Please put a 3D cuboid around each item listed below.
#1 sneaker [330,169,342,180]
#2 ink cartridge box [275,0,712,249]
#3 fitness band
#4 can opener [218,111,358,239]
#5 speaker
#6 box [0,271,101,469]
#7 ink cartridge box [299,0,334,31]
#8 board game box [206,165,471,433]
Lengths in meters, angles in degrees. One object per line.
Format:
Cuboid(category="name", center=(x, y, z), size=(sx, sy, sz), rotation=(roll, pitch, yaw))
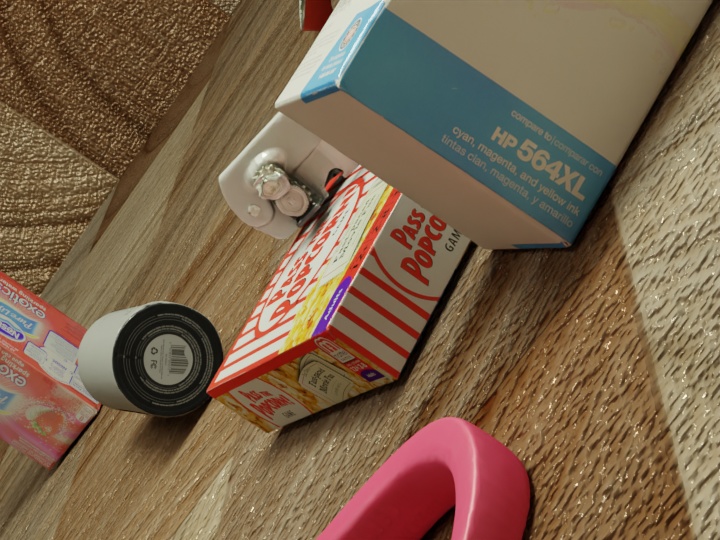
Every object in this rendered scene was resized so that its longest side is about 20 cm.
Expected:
Cuboid(category="sneaker", center=(0.000, -0.082, 1.254), size=(0.095, 0.079, 0.200), rotation=(-47, 10, -13))
Cuboid(category="ink cartridge box", center=(0.075, -0.126, 0.889), size=(0.201, 0.125, 0.128), rotation=(-58, 12, -7))
Cuboid(category="fitness band", center=(-0.007, 0.141, 0.744), size=(0.200, 0.037, 0.144), rotation=(-50, 11, 28))
Cuboid(category="can opener", center=(-0.003, -0.095, 1.093), size=(0.200, 0.053, 0.067), rotation=(-45, 10, 28))
Cuboid(category="speaker", center=(-0.157, 0.065, 1.467), size=(0.082, 0.081, 0.200), rotation=(-59, 12, -11))
Cuboid(category="box", center=(-0.339, 0.080, 1.887), size=(0.095, 0.199, 0.103), rotation=(-48, 15, 28))
Cuboid(category="ink cartridge box", center=(0.016, -0.230, 1.087), size=(0.109, 0.050, 0.202), rotation=(-11, -75, -60))
Cuboid(category="board game box", center=(0.000, 0.000, 1.061), size=(0.152, 0.046, 0.200), rotation=(-61, 12, -22))
